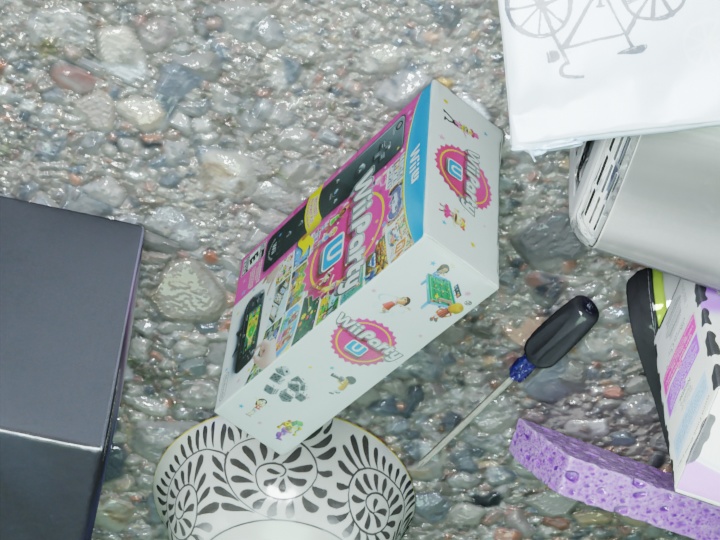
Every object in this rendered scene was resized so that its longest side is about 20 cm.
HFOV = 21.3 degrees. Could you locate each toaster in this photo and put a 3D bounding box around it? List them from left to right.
[{"bbox_3d":[0.199,-0.083,1.115,0.128,0.114,0.201,12,135,-5],"label":"toaster"}]

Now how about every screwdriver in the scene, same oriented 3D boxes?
[{"bbox_3d":[0.098,0.085,1.331,0.028,0.029,0.200,27,124,-21],"label":"screwdriver"}]

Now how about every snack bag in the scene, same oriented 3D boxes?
[{"bbox_3d":[0.163,-0.169,1.026,0.186,0.021,0.202,-6,97,7],"label":"snack bag"}]

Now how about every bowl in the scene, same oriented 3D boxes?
[{"bbox_3d":[-0.060,0.202,1.410,0.198,0.095,0.202,2,133,2],"label":"bowl"}]

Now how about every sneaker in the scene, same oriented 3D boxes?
[{"bbox_3d":[0.238,0.073,1.288,0.082,0.072,0.201,-13,131,14],"label":"sneaker"}]

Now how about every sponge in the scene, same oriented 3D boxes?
[{"bbox_3d":[0.211,0.159,1.349,0.198,0.112,0.030,19,94,-16],"label":"sponge"}]

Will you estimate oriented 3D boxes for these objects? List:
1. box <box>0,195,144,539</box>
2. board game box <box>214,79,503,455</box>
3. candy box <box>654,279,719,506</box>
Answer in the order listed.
[{"bbox_3d":[-0.220,0.095,1.243,0.122,0.201,0.200,11,134,-7],"label":"box"},{"bbox_3d":[0.000,0.000,1.180,0.064,0.148,0.200,34,126,-24],"label":"board game box"},{"bbox_3d":[0.267,0.082,1.135,0.166,0.200,0.072,19,112,-2],"label":"candy box"}]
